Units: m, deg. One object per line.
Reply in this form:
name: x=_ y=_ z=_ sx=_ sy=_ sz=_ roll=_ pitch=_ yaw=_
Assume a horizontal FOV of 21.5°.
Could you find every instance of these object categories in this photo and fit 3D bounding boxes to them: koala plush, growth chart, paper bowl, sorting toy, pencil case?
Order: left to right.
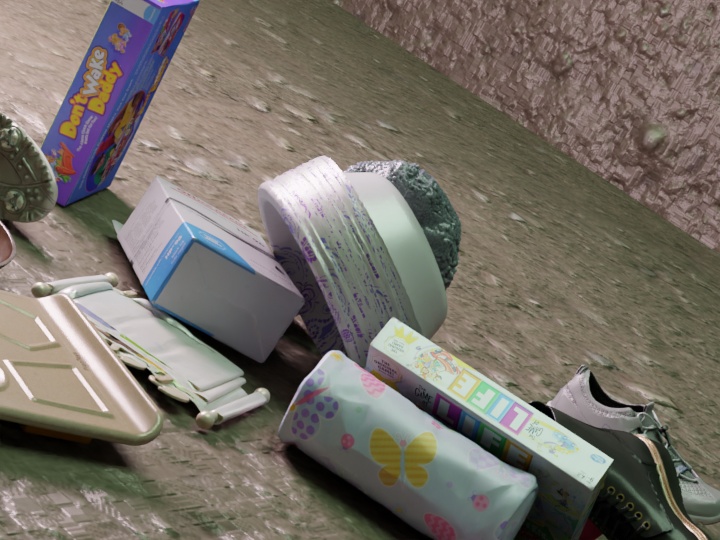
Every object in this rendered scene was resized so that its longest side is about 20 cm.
sorting toy: x=-0.251 y=0.056 z=1.254 sx=0.199 sy=0.037 sz=0.185 roll=12 pitch=22 yaw=-39
growth chart: x=-0.160 y=0.057 z=1.455 sx=0.199 sy=0.018 sz=0.144 roll=35 pitch=15 yaw=21
paper bowl: x=0.000 y=0.000 z=1.575 sx=0.202 sy=0.104 sz=0.201 roll=62 pitch=-9 yaw=17
koala plush: x=0.009 y=-0.015 z=1.775 sx=0.176 sy=0.185 sz=0.200 roll=29 pitch=2 yaw=-2
pencil case: x=0.036 y=0.142 z=1.411 sx=0.199 sy=0.083 sz=0.091 roll=32 pitch=-4 yaw=10

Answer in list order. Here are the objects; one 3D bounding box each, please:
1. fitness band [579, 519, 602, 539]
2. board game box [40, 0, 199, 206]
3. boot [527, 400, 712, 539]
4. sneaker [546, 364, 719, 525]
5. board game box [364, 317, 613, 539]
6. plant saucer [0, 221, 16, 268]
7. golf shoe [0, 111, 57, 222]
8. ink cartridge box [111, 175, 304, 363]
fitness band: x=0.129 y=0.165 z=1.611 sx=0.143 sy=0.038 sz=0.200 roll=13 pitch=21 yaw=-49
board game box: x=-0.224 y=-0.164 z=1.727 sx=0.045 sy=0.201 sz=0.134 roll=29 pitch=13 yaw=4
boot: x=0.199 y=0.199 z=1.499 sx=0.138 sy=0.078 sz=0.201 roll=24 pitch=27 yaw=-32
sneaker: x=0.262 y=0.165 z=1.777 sx=0.199 sy=0.082 sz=0.075 roll=33 pitch=14 yaw=15
board game box: x=0.089 y=0.135 z=1.461 sx=0.199 sy=0.135 sz=0.034 roll=33 pitch=57 yaw=15
plant saucer: x=-0.350 y=-0.042 z=1.391 sx=0.199 sy=0.035 sz=0.200 roll=28 pitch=13 yaw=-7
golf shoe: x=-0.313 y=-0.105 z=1.611 sx=0.200 sy=0.079 sz=0.097 roll=37 pitch=10 yaw=25
ink cartridge box: x=-0.133 y=-0.010 z=1.606 sx=0.116 sy=0.068 sz=0.200 roll=30 pitch=9 yaw=-26
